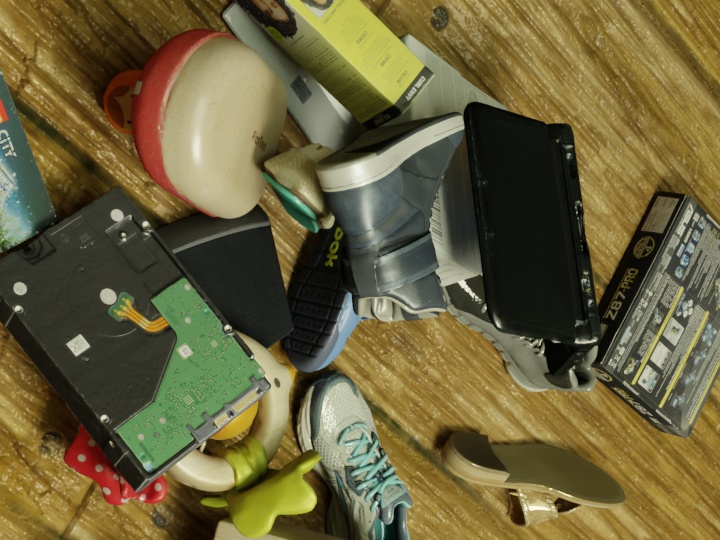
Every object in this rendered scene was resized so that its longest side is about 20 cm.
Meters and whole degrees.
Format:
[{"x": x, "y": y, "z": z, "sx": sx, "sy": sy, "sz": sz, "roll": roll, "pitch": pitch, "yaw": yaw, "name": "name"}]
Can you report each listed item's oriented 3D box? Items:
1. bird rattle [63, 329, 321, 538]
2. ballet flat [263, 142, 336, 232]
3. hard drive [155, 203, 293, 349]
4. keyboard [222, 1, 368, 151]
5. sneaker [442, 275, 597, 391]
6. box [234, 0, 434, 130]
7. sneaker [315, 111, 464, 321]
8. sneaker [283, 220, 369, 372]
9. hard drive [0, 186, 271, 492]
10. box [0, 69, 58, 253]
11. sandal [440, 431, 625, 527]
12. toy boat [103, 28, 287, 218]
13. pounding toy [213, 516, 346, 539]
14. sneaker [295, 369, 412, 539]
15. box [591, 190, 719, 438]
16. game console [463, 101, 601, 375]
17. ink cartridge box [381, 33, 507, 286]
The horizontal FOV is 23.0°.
[{"x": -0.129, "y": 0.125, "z": 1.418, "sx": 0.199, "sy": 0.112, "sz": 0.165, "roll": 23, "pitch": 71, "yaw": -19, "name": "bird rattle"}, {"x": -0.040, "y": -0.076, "z": 1.442, "sx": 0.067, "sy": 0.200, "sz": 0.063, "roll": 39, "pitch": 87, "yaw": 2, "name": "ballet flat"}, {"x": -0.145, "y": 0.032, "z": 1.454, "sx": 0.199, "sy": 0.042, "sz": 0.136, "roll": -23, "pitch": 111, "yaw": -33, "name": "hard drive"}, {"x": -0.047, "y": -0.161, "z": 1.522, "sx": 0.056, "sy": 0.011, "sz": 0.201, "roll": -46, "pitch": 121, "yaw": -17, "name": "keyboard"}, {"x": 0.160, "y": 0.045, "z": 1.644, "sx": 0.200, "sy": 0.115, "sz": 0.075, "roll": 46, "pitch": 70, "yaw": -33, "name": "sneaker"}, {"x": -0.036, "y": -0.203, "z": 1.443, "sx": 0.200, "sy": 0.075, "sz": 0.050, "roll": 42, "pitch": 69, "yaw": -10, "name": "box"}, {"x": 0.038, "y": -0.041, "z": 1.409, "sx": 0.202, "sy": 0.076, "sz": 0.148, "roll": -35, "pitch": 111, "yaw": -56, "name": "sneaker"}, {"x": 0.000, "y": 0.000, "z": 1.543, "sx": 0.082, "sy": 0.074, "sz": 0.202, "roll": 29, "pitch": 83, "yaw": -44, "name": "sneaker"}, {"x": -0.178, "y": 0.050, "z": 1.349, "sx": 0.139, "sy": 0.038, "sz": 0.200, "roll": -37, "pitch": 84, "yaw": -34, "name": "hard drive"}, {"x": -0.319, "y": -0.097, "z": 1.304, "sx": 0.136, "sy": 0.038, "sz": 0.202, "roll": -30, "pitch": 114, "yaw": -31, "name": "box"}, {"x": 0.154, "y": 0.212, "z": 1.712, "sx": 0.210, "sy": 0.078, "sz": 0.070, "roll": 17, "pitch": 118, "yaw": -31, "name": "sandal"}, {"x": -0.141, "y": -0.121, "z": 1.389, "sx": 0.200, "sy": 0.129, "sz": 0.132, "roll": 38, "pitch": 69, "yaw": -79, "name": "toy boat"}, {"x": -0.049, "y": 0.324, "z": 1.456, "sx": 0.142, "sy": 0.182, "sz": 0.202, "roll": 28, "pitch": 76, "yaw": -82, "name": "pounding toy"}, {"x": 0.008, "y": 0.181, "z": 1.568, "sx": 0.077, "sy": 0.086, "sz": 0.202, "roll": -29, "pitch": 114, "yaw": -31, "name": "sneaker"}, {"x": 0.320, "y": 0.045, "z": 1.810, "sx": 0.161, "sy": 0.049, "sz": 0.201, "roll": 37, "pitch": 75, "yaw": -34, "name": "box"}, {"x": 0.134, "y": -0.023, "z": 1.532, "sx": 0.115, "sy": 0.176, "sz": 0.202, "roll": -2, "pitch": 72, "yaw": -11, "name": "game console"}, {"x": 0.078, "y": -0.083, "z": 1.557, "sx": 0.173, "sy": 0.043, "sz": 0.202, "roll": 29, "pitch": 51, "yaw": -52, "name": "ink cartridge box"}]
